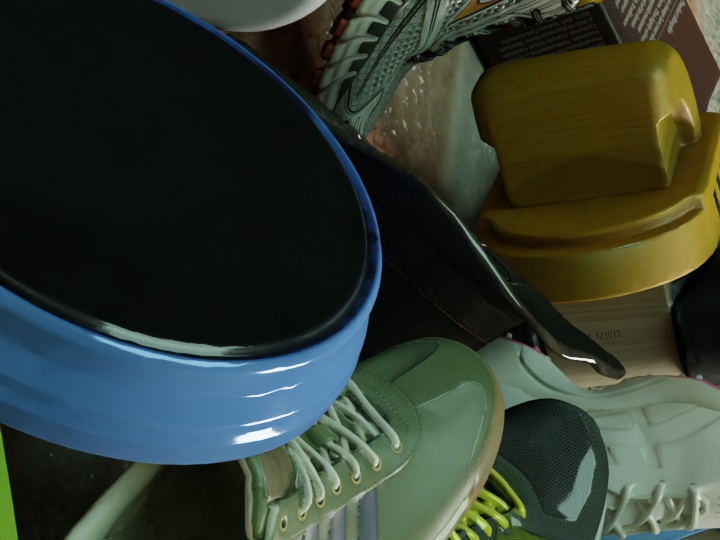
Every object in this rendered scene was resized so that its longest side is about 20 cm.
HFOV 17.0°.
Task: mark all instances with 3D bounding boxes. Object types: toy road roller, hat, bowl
[{"bbox_3d":[0.113,-0.040,1.052,0.200,0.123,0.146,-63,143,-61],"label":"toy road roller"},{"bbox_3d":[0.000,0.000,0.905,0.201,0.081,0.201,42,1,-1],"label":"hat"},{"bbox_3d":[-0.083,-0.027,0.751,0.201,0.039,0.201,23,35,-17],"label":"bowl"}]

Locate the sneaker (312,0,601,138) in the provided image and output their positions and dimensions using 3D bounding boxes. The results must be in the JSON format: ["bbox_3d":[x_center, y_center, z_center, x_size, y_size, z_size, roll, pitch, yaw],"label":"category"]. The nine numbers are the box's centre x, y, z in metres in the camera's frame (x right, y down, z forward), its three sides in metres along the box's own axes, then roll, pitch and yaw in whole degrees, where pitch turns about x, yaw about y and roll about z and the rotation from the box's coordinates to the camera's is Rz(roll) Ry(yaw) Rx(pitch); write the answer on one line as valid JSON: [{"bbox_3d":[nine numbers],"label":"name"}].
[{"bbox_3d":[0.054,-0.120,0.974,0.082,0.200,0.078,41,22,-7],"label":"sneaker"}]

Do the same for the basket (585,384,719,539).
[{"bbox_3d":[0.173,0.083,1.098,0.200,0.176,0.139,-53,124,-76],"label":"basket"}]

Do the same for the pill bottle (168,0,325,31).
[{"bbox_3d":[-0.019,-0.183,0.959,0.111,0.111,0.200,62,33,-19],"label":"pill bottle"}]

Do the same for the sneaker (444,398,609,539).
[{"bbox_3d":[0.027,0.107,0.855,0.200,0.074,0.085,-43,157,-32],"label":"sneaker"}]

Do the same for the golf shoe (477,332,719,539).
[{"bbox_3d":[0.091,0.084,0.960,0.075,0.200,0.092,82,25,-50],"label":"golf shoe"}]

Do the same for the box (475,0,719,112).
[{"bbox_3d":[0.097,-0.145,1.172,0.200,0.075,0.100,59,33,-21],"label":"box"}]

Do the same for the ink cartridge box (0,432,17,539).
[{"bbox_3d":[-0.194,0.066,0.523,0.200,0.148,0.076,-3,80,-58],"label":"ink cartridge box"}]

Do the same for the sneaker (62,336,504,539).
[{"bbox_3d":[-0.027,0.075,0.767,0.200,0.067,0.090,-38,153,-24],"label":"sneaker"}]
